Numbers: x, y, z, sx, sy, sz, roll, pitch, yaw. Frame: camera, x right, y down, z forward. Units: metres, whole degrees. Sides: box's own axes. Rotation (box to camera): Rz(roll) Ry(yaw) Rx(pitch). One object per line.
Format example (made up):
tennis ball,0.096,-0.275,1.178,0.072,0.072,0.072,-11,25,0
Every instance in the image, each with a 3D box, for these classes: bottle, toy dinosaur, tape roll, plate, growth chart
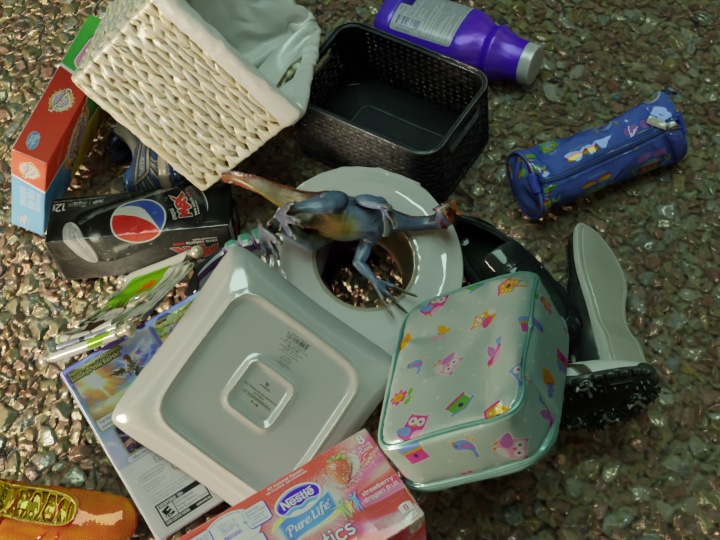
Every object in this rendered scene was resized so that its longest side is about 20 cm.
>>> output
bottle,0.116,-0.271,1.378,0.199,0.065,0.084,22,62,20
toy dinosaur,-0.002,-0.060,1.106,0.180,0.105,0.201,-16,62,-34
tape roll,0.000,0.000,1.165,0.201,0.071,0.204,3,69,-8
plate,-0.092,0.112,1.068,0.199,0.032,0.201,36,83,-5
growth chart,-0.237,0.035,1.161,0.144,0.018,0.200,-21,18,25

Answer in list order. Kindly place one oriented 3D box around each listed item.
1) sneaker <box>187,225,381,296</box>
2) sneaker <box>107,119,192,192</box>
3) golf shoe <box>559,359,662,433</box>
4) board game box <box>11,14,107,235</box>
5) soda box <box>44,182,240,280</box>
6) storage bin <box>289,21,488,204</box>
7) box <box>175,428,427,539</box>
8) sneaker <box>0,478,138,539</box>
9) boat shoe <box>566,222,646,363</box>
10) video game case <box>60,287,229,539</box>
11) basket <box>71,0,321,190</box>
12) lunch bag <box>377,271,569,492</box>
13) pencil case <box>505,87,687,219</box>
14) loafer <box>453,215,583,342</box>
sneaker,-0.079,0.000,1.216,0.199,0.075,0.088,-28,62,-13
sneaker,-0.255,-0.169,1.352,0.085,0.077,0.201,-17,55,0
golf shoe,0.177,0.102,1.075,0.199,0.078,0.095,-18,39,28
board game box,-0.329,-0.161,1.307,0.040,0.153,0.201,22,59,-5
soda box,-0.232,-0.042,1.261,0.198,0.071,0.064,-6,51,3
storage bin,0.033,-0.176,1.308,0.199,0.094,0.136,26,62,22
box,-0.050,0.241,1.004,0.199,0.095,0.103,-29,57,-14
sneaker,-0.304,0.229,1.082,0.198,0.077,0.074,0,59,8
boat shoe,0.229,0.044,1.151,0.073,0.060,0.201,18,47,-34
video game case,-0.152,0.124,1.110,0.199,0.045,0.182,-31,86,-14
basket,-0.166,-0.229,1.233,0.161,0.200,0.199,-37,27,29
lunch bag,0.097,0.095,1.023,0.160,0.077,0.201,-23,29,28
pencil case,0.256,-0.124,1.249,0.199,0.087,0.079,-23,89,-7
loafer,0.144,0.008,1.148,0.068,0.071,0.201,-38,39,-3
